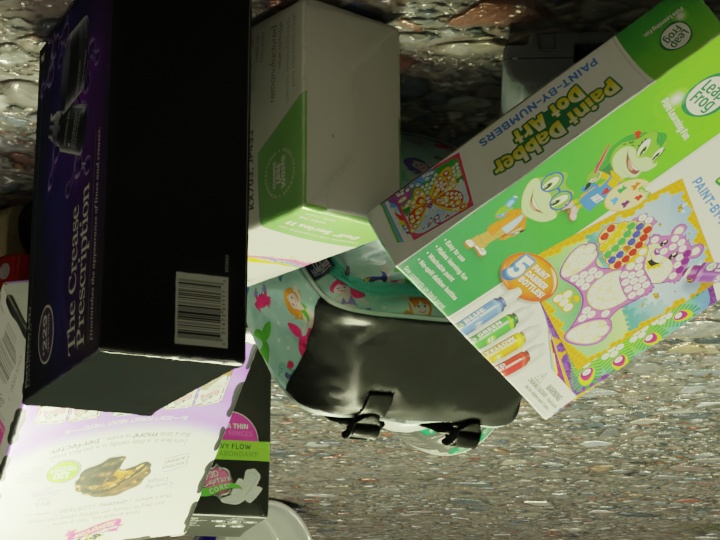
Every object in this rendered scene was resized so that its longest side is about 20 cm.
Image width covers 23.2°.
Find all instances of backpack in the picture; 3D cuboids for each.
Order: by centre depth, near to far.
[{"bbox_3d":[0.009,-0.005,1.073,0.177,0.151,0.200,5,-156,-31],"label":"backpack"}]

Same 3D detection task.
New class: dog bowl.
[{"bbox_3d":[-0.162,0.449,2.662,0.079,0.201,0.200,-10,161,42],"label":"dog bowl"}]

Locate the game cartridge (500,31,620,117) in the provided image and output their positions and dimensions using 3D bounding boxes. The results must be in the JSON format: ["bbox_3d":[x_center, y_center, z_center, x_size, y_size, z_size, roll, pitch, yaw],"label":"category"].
[{"bbox_3d":[0.179,-0.096,0.991,0.199,0.041,0.133,-1,168,4],"label":"game cartridge"}]

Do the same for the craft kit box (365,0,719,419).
[{"bbox_3d":[0.132,-0.027,0.927,0.197,0.049,0.200,-38,141,7],"label":"craft kit box"}]

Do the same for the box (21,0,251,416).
[{"bbox_3d":[-0.115,-0.038,0.891,0.079,0.200,0.141,6,163,-22],"label":"box"}]

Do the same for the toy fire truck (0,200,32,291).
[{"bbox_3d":[-0.212,0.065,1.269,0.128,0.200,0.176,-13,160,40],"label":"toy fire truck"}]

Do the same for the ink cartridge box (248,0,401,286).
[{"bbox_3d":[-0.064,-0.059,0.971,0.067,0.117,0.200,11,161,-35],"label":"ink cartridge box"}]

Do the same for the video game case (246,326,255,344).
[{"bbox_3d":[-0.043,0.002,1.186,0.199,0.143,0.019,4,126,-10],"label":"video game case"}]

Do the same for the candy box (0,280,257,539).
[{"bbox_3d":[-0.178,0.100,1.198,0.167,0.072,0.200,-4,132,-35],"label":"candy box"}]

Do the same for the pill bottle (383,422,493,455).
[{"bbox_3d":[0.051,0.091,1.521,0.113,0.113,0.200,-4,164,17],"label":"pill bottle"}]

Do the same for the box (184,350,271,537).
[{"bbox_3d":[-0.153,0.106,1.416,0.148,0.200,0.124,5,163,-14],"label":"box"}]
